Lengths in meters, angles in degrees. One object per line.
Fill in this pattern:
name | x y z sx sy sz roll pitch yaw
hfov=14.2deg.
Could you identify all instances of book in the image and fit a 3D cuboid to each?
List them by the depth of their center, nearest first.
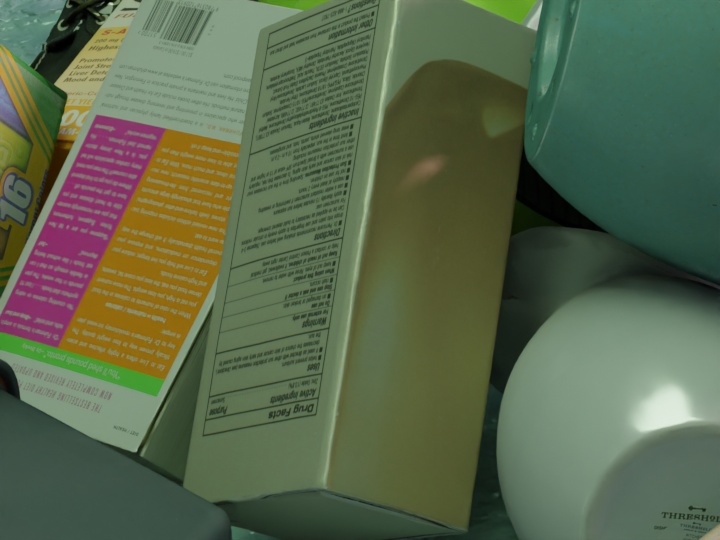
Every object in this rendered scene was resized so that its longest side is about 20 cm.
book | -0.081 -0.020 1.215 0.133 0.048 0.200 16 76 42

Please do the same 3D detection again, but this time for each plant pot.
plant pot | 0.148 -0.084 1.040 0.160 0.201 0.201 11 32 -2

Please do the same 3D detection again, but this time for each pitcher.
pitcher | 0.132 0.056 1.081 0.171 0.122 0.200 3 19 -5

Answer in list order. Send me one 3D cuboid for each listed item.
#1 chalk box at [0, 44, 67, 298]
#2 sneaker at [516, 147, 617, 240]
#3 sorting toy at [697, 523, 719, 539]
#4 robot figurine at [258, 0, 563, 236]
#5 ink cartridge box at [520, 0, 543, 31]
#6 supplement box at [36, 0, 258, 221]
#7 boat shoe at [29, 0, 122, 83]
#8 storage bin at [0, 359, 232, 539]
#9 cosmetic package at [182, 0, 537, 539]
chalk box | -0.239 -0.061 1.237 0.124 0.200 0.124 3 71 31
sneaker | 0.141 -0.028 1.209 0.199 0.089 0.074 9 70 -13
sorting toy | 0.228 0.112 0.949 0.200 0.037 0.185 -30 64 -32
robot figurine | 0.045 -0.084 1.279 0.200 0.116 0.175 46 27 19
ink cartridge box | 0.180 -0.094 1.174 0.200 0.044 0.174 34 68 -1
supplement box | -0.068 -0.081 1.388 0.126 0.074 0.200 3 33 19
boat shoe | -0.130 -0.124 1.492 0.068 0.057 0.200 4 34 22
storage bin | -0.139 0.126 1.023 0.134 0.146 0.200 19 41 24
cosmetic package | 0.000 0.000 1.104 0.071 0.201 0.105 18 -17 -31
